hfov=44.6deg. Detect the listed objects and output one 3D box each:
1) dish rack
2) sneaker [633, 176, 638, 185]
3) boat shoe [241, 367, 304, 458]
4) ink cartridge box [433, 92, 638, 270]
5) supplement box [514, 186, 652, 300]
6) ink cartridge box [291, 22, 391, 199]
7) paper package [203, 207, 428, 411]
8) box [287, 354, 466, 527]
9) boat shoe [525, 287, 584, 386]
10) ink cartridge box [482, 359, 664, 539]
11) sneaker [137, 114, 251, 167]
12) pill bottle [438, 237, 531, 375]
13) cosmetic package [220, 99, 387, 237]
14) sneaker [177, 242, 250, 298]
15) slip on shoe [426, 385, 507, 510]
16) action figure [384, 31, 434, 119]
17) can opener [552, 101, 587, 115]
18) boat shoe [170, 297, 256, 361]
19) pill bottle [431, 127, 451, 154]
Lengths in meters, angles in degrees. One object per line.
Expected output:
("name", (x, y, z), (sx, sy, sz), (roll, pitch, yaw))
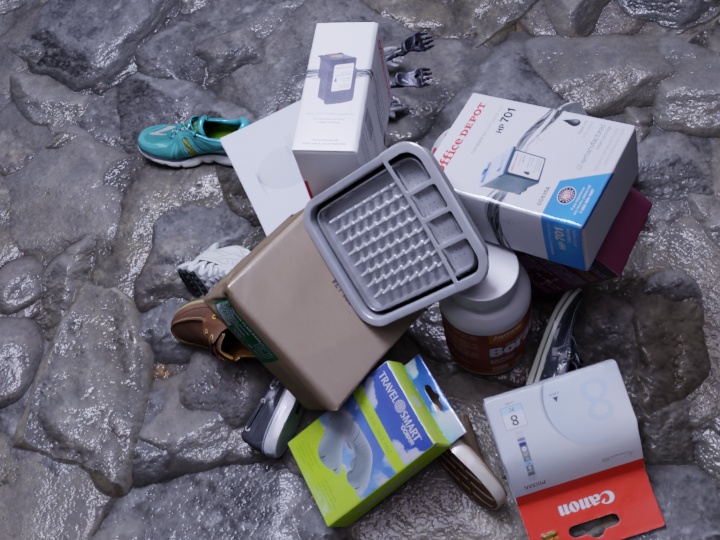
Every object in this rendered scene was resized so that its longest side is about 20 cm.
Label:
("dish rack", (0.042, -0.041, 0.982), (0.172, 0.200, 0.044), (59, 40, -5))
("sneaker", (0.297, -0.176, 1.230), (0.200, 0.076, 0.079), (27, 32, 5))
("boat shoe", (-0.096, 0.143, 1.145), (0.066, 0.070, 0.201), (17, 74, 18))
("ink cartridge box", (0.187, -0.103, 0.979), (0.200, 0.086, 0.147), (20, 65, 29))
("supplement box", (0.252, -0.041, 1.091), (0.086, 0.200, 0.111), (35, 70, -12))
("ink cartridge box", (-0.019, -0.194, 1.119), (0.084, 0.145, 0.201), (3, 63, 11))
("paper package", (-0.054, 0.042, 1.073), (0.200, 0.103, 0.191), (49, 62, -11))
("box", (0.016, 0.203, 1.054), (0.200, 0.048, 0.122), (-42, 60, 19))
("boat shoe", (0.247, 0.115, 1.091), (0.062, 0.075, 0.201), (18, 72, 13))
("ink cartridge box", (0.247, 0.221, 1.011), (0.160, 0.047, 0.201), (-18, 80, 1))
("sneaker", (-0.250, -0.210, 1.347), (0.199, 0.080, 0.078), (-1, 63, 11))
("pill bottle", (0.152, 0.043, 1.070), (0.112, 0.200, 0.113), (-5, 62, 9))
("cosmetic package", (-0.060, -0.129, 1.245), (0.200, 0.123, 0.200), (-27, 61, -2))
("sneaker", (-0.165, 0.003, 1.203), (0.200, 0.075, 0.081), (14, 49, 40))
("slip on shoe", (0.114, 0.201, 1.073), (0.061, 0.076, 0.200), (-33, 55, -21))
("action figure", (0.029, -0.287, 1.325), (0.200, 0.102, 0.119), (-7, 87, 50))
("can opener", (0.310, -0.137, 1.177), (0.053, 0.067, 0.200), (-38, 106, -10))
("boat shoe", (-0.177, 0.082, 1.159), (0.199, 0.072, 0.068), (0, 42, 30))
("pill bottle", (0.161, -0.118, 1.154), (0.110, 0.111, 0.200), (-18, 25, 1))
